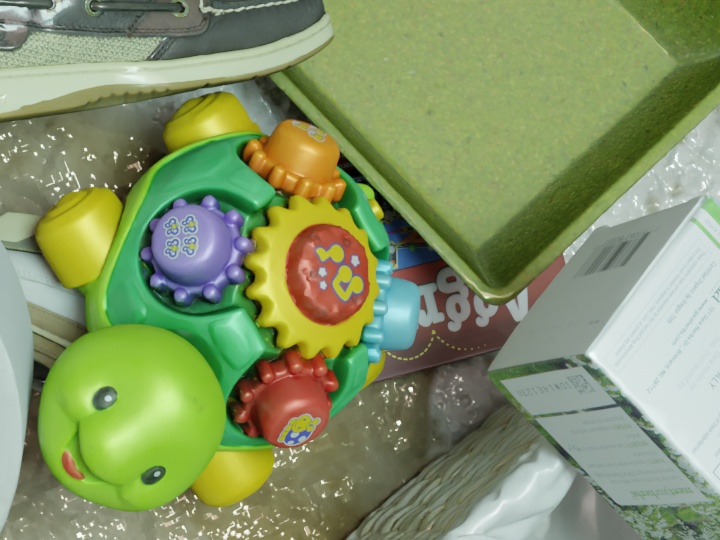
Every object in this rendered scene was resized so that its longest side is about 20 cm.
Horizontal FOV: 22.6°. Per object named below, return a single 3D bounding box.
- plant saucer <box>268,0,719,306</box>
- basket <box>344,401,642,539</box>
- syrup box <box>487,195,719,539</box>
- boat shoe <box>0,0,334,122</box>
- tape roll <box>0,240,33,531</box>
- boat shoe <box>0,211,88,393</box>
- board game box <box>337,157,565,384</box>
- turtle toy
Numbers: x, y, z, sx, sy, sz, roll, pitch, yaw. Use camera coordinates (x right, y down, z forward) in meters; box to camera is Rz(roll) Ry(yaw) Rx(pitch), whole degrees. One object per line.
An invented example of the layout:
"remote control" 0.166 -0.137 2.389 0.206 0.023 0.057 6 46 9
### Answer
"plant saucer" 0.054 -0.108 0.823 0.200 0.048 0.200 -42 84 -20
"basket" 0.129 0.136 0.773 0.200 0.161 0.199 -37 96 -21
"syrup box" 0.150 0.075 0.662 0.200 0.079 0.082 45 69 -11
"boat shoe" -0.097 -0.100 0.700 0.200 0.072 0.066 -16 107 -32
"tape roll" -0.219 0.045 0.651 0.201 0.071 0.204 -3 111 -7
"boat shoe" -0.187 0.012 0.715 0.199 0.075 0.069 4 75 -21
"board game box" 0.000 0.000 0.819 0.199 0.019 0.104 -14 88 -22
"turtle toy" -0.053 0.020 0.707 0.200 0.101 0.146 -42 109 -35
